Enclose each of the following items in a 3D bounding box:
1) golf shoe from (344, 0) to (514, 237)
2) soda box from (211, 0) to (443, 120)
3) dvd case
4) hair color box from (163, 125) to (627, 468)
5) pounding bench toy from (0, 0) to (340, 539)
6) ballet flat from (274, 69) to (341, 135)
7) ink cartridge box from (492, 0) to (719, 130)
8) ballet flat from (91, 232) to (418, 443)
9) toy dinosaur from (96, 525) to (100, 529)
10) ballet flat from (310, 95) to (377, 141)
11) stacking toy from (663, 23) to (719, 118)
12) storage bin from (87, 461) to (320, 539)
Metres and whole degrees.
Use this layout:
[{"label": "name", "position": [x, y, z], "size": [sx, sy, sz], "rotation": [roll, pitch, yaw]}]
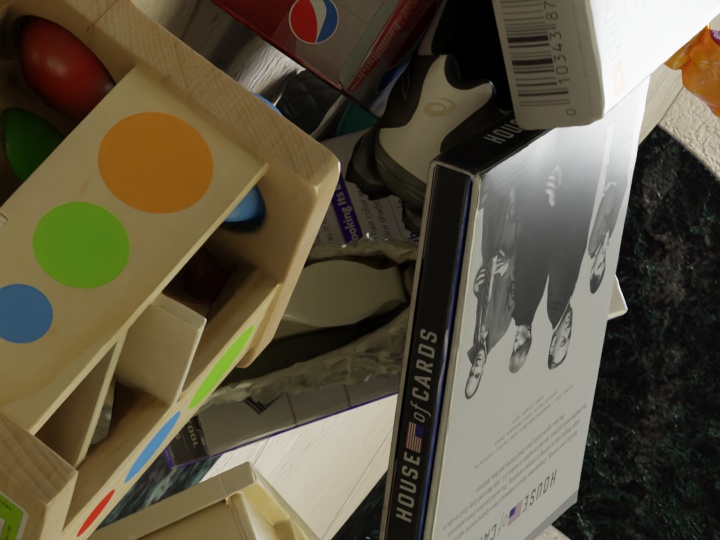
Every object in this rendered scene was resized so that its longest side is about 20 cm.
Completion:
[{"label": "golf shoe", "position": [0.073, -0.096, 1.134], "size": [0.200, 0.078, 0.095], "rotation": [-54, 172, -41]}, {"label": "soda box", "position": [-0.005, -0.107, 1.144], "size": [0.064, 0.070, 0.200], "rotation": [-55, 173, 2]}, {"label": "dvd case", "position": [0.059, 0.030, 1.098], "size": [0.150, 0.025, 0.201], "rotation": [-32, 136, -54]}, {"label": "hair color box", "position": [0.000, 0.000, 1.179], "size": [0.199, 0.110, 0.065], "rotation": [-17, 177, -23]}, {"label": "pounding bench toy", "position": [-0.107, 0.018, 0.870], "size": [0.156, 0.124, 0.200], "rotation": [-49, 172, -29]}, {"label": "ballet flat", "position": [-0.061, -0.024, 1.290], "size": [0.200, 0.057, 0.067], "rotation": [-41, 143, -34]}, {"label": "ink cartridge box", "position": [0.093, -0.179, 1.075], "size": [0.200, 0.047, 0.199], "rotation": [-42, 122, -58]}, {"label": "ballet flat", "position": [-0.057, 0.019, 1.087], "size": [0.199, 0.072, 0.072], "rotation": [-13, 160, -15]}, {"label": "toy dinosaur", "position": [-0.146, 0.042, 0.995], "size": [0.199, 0.102, 0.136], "rotation": [-23, 143, -28]}, {"label": "ballet flat", "position": [-0.008, -0.031, 1.259], "size": [0.200, 0.069, 0.069], "rotation": [-52, 173, -24]}, {"label": "stacking toy", "position": [0.117, -0.130, 1.299], "size": [0.110, 0.200, 0.116], "rotation": [-55, 172, 19]}, {"label": "storage bin", "position": [-0.090, 0.180, 1.054], "size": [0.199, 0.094, 0.199], "rotation": [-25, 155, 4]}]
